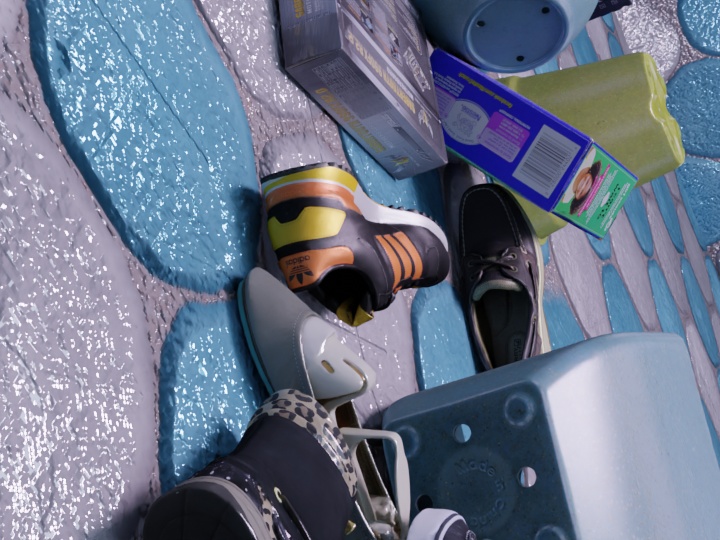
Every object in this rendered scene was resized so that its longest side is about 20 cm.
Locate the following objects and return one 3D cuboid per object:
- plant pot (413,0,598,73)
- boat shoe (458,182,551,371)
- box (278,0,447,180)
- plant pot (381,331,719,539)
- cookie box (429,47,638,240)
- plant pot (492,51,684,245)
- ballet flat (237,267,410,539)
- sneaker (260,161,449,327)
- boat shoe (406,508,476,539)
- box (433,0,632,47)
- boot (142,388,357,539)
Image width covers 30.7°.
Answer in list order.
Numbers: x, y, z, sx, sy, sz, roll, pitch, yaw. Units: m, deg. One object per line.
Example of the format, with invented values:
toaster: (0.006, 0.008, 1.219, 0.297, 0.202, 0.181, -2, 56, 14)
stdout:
plant pot: (0.128, -0.253, 1.152, 0.200, 0.200, 0.135, 50, 27, -44)
boat shoe: (0.126, 0.014, 1.155, 0.065, 0.073, 0.200, 22, 53, -70)
box: (0.000, -0.184, 1.035, 0.200, 0.048, 0.159, 38, 40, -57)
plant pot: (0.119, 0.147, 0.879, 0.200, 0.196, 0.196, 18, 56, -58)
cookie box: (0.149, -0.111, 1.195, 0.171, 0.075, 0.200, 35, 9, 23)
plant pot: (0.247, -0.149, 1.437, 0.200, 0.184, 0.201, 51, 28, -42)
ballet flat: (-0.011, 0.087, 0.764, 0.067, 0.064, 0.200, -13, 85, -69)
sneaker: (0.000, 0.000, 0.868, 0.200, 0.070, 0.090, 28, 53, -57)
boat shoe: (0.054, 0.184, 0.675, 0.200, 0.068, 0.072, -61, 144, -72)
box: (0.135, -0.325, 1.281, 0.200, 0.196, 0.124, 47, 31, -49)
boot: (-0.026, 0.169, 0.651, 0.154, 0.073, 0.204, -52, 122, -69)
